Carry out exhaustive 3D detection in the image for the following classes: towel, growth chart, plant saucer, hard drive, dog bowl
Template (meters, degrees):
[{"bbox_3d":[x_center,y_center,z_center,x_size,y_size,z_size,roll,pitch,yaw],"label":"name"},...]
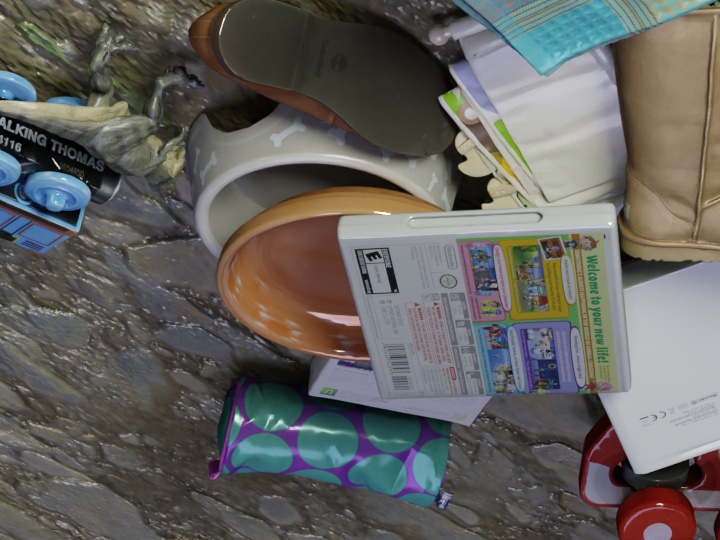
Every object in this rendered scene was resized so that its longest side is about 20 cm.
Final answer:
[{"bbox_3d":[0.139,-0.177,1.168,0.199,0.022,0.146,-20,143,34],"label":"towel"},{"bbox_3d":[0.123,-0.099,1.377,0.144,0.018,0.201,-12,130,22],"label":"growth chart"},{"bbox_3d":[0.000,0.000,1.470,0.198,0.038,0.201,3,149,2],"label":"plant saucer"},{"bbox_3d":[0.231,0.062,1.530,0.131,0.026,0.201,-20,134,10],"label":"hard drive"},{"bbox_3d":[-0.027,-0.052,1.479,0.198,0.059,0.201,3,148,2],"label":"dog bowl"}]

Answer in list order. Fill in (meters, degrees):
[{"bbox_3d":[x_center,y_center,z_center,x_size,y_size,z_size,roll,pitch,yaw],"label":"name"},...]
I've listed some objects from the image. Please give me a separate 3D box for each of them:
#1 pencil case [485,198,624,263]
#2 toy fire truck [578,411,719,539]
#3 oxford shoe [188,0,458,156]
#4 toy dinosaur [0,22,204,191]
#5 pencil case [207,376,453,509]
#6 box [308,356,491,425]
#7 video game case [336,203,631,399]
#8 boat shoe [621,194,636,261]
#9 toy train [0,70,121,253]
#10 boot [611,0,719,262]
[{"bbox_3d":[0.162,0.017,1.555,0.199,0.090,0.078,22,172,-26],"label":"pencil case"},{"bbox_3d":[0.283,0.142,1.735,0.198,0.112,0.169,4,124,-2],"label":"toy fire truck"},{"bbox_3d":[-0.021,-0.129,1.368,0.199,0.072,0.071,22,174,-32],"label":"oxford shoe"},{"bbox_3d":[-0.159,-0.106,1.387,0.199,0.047,0.088,22,106,-52],"label":"toy dinosaur"},{"bbox_3d":[-0.021,0.145,1.769,0.198,0.085,0.093,11,119,-11],"label":"pencil case"},{"bbox_3d":[0.053,0.053,1.664,0.143,0.037,0.200,12,149,-13],"label":"box"},{"bbox_3d":[0.088,0.025,1.437,0.180,0.022,0.201,-2,144,9],"label":"video game case"},{"bbox_3d":[0.205,-0.049,1.460,0.066,0.057,0.200,-6,147,15],"label":"boat shoe"},{"bbox_3d":[-0.261,-0.085,1.428,0.199,0.087,0.114,23,149,-29],"label":"toy train"},{"bbox_3d":[0.241,-0.094,1.319,0.174,0.066,0.201,-4,131,-1],"label":"boot"}]
